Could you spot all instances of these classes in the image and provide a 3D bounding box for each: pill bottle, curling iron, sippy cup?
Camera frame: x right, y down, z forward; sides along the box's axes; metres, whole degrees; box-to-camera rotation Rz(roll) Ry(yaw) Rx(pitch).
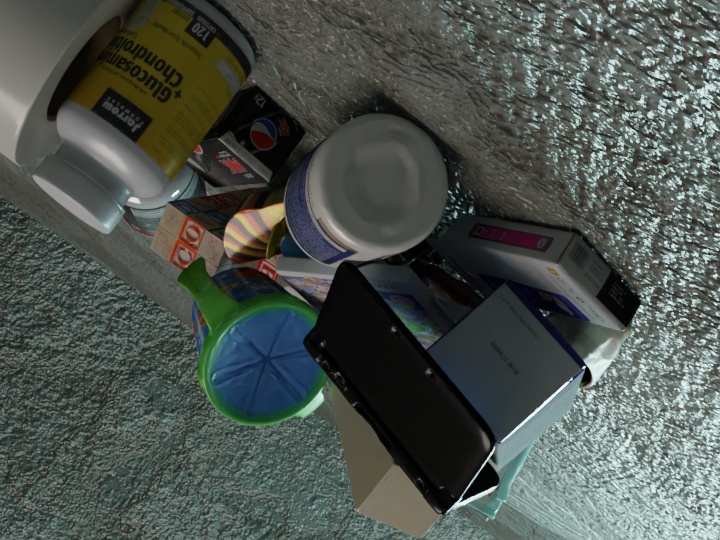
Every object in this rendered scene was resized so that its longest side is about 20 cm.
[{"bbox_3d":[-0.251,-0.119,1.571,0.115,0.116,0.200,34,168,8],"label":"pill bottle"},{"bbox_3d":[0.108,0.028,1.332,0.200,0.026,0.049,42,170,-25],"label":"curling iron"},{"bbox_3d":[-0.004,-0.060,1.106,0.111,0.112,0.200,37,168,-8],"label":"pill bottle"},{"bbox_3d":[-0.187,-0.135,1.115,0.111,0.201,0.112,33,168,8],"label":"pill bottle"},{"bbox_3d":[-0.109,0.064,1.307,0.130,0.138,0.180,-131,35,-58],"label":"sippy cup"}]

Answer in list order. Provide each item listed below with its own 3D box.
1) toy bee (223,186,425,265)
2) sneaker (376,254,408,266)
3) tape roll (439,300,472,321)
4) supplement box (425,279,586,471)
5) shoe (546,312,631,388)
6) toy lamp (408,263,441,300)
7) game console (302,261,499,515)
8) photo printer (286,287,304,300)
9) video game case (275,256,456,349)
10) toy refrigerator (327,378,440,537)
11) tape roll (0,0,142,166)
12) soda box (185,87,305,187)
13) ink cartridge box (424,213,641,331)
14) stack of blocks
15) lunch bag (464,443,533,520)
[{"bbox_3d":[-0.047,-0.065,1.280,0.131,0.197,0.110,-97,-7,-59],"label":"toy bee"},{"bbox_3d":[0.000,0.000,1.355,0.085,0.074,0.200,47,178,-40],"label":"sneaker"},{"bbox_3d":[0.103,0.109,1.393,0.201,0.037,0.204,19,145,13],"label":"tape roll"},{"bbox_3d":[0.128,0.100,1.175,0.101,0.103,0.200,49,175,16],"label":"supplement box"},{"bbox_3d":[0.194,0.071,1.190,0.070,0.054,0.200,34,168,7],"label":"shoe"},{"bbox_3d":[0.115,0.073,1.417,0.200,0.059,0.058,40,167,-25],"label":"toy lamp"},{"bbox_3d":[0.055,0.096,1.135,0.200,0.117,0.175,50,-156,18],"label":"game console"},{"bbox_3d":[-0.037,0.037,1.675,0.199,0.070,0.167,26,165,42],"label":"photo printer"},{"bbox_3d":[0.023,0.043,1.264,0.142,0.018,0.200,5,156,30],"label":"video game case"},{"bbox_3d":[0.026,0.154,1.242,0.075,0.070,0.201,27,-156,-25],"label":"toy refrigerator"},{"bbox_3d":[-0.287,-0.210,1.111,0.138,0.204,0.203,35,168,-2],"label":"tape roll"},{"bbox_3d":[-0.128,-0.129,1.309,0.071,0.064,0.200,39,167,-18],"label":"soda box"},{"bbox_3d":[0.139,-0.003,1.108,0.095,0.037,0.199,41,165,-29],"label":"ink cartridge box"},{"bbox_3d":[-0.123,-0.032,1.436,0.115,0.059,0.199,33,-158,20],"label":"stack of blocks"},{"bbox_3d":[0.118,0.178,1.539,0.199,0.172,0.122,25,170,35],"label":"lunch bag"}]
